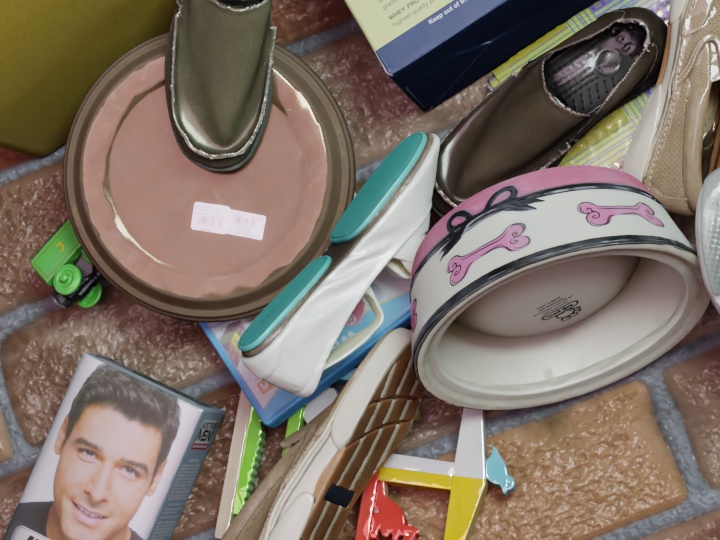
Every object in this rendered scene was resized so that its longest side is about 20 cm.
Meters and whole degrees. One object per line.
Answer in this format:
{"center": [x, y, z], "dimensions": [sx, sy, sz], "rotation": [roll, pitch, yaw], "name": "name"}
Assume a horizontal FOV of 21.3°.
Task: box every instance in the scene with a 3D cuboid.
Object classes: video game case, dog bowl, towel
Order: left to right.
{"center": [-0.060, -0.012, 1.341], "dimensions": [0.143, 0.018, 0.200], "rotation": [-37, 70, 6], "name": "video game case"}
{"center": [0.121, 0.009, 1.232], "dimensions": [0.199, 0.200, 0.074], "rotation": [-22, 59, 9], "name": "dog bowl"}
{"center": [0.199, -0.124, 1.310], "dimensions": [0.199, 0.023, 0.144], "rotation": [-33, 78, 6], "name": "towel"}

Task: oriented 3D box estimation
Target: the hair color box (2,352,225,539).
{"center": [-0.183, 0.169, 1.342], "dimensions": [0.099, 0.061, 0.201], "rotation": [23, 89, 13], "name": "hair color box"}

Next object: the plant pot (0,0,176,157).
{"center": [-0.252, -0.211, 1.305], "dimensions": [0.194, 0.200, 0.196], "rotation": [-37, 78, 18], "name": "plant pot"}

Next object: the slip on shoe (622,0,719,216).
{"center": [0.231, -0.133, 1.247], "dimensions": [0.060, 0.076, 0.201], "rotation": [21, 92, 42], "name": "slip on shoe"}

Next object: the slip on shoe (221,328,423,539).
{"center": [-0.025, 0.123, 1.272], "dimensions": [0.060, 0.076, 0.201], "rotation": [25, 85, 31], "name": "slip on shoe"}

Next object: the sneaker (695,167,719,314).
{"center": [0.254, 0.021, 1.202], "dimensions": [0.070, 0.080, 0.201], "rotation": [-27, 110, 0], "name": "sneaker"}

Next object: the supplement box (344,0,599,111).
{"center": [0.064, -0.252, 1.293], "dimensions": [0.199, 0.134, 0.200], "rotation": [-32, 79, 7], "name": "supplement box"}

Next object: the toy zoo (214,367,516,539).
{"center": [0.008, 0.134, 1.314], "dimensions": [0.199, 0.020, 0.132], "rotation": [7, 76, 13], "name": "toy zoo"}

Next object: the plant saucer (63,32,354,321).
{"center": [-0.103, -0.065, 1.300], "dimensions": [0.199, 0.029, 0.202], "rotation": [0, 91, -1], "name": "plant saucer"}

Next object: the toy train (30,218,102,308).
{"center": [-0.154, -0.057, 1.352], "dimensions": [0.200, 0.042, 0.056], "rotation": [-48, 58, 2], "name": "toy train"}

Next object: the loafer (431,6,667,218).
{"center": [0.119, -0.110, 1.276], "dimensions": [0.200, 0.071, 0.073], "rotation": [-42, 78, 5], "name": "loafer"}

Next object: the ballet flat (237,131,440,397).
{"center": [0.000, 0.000, 1.261], "dimensions": [0.069, 0.069, 0.200], "rotation": [35, 75, 13], "name": "ballet flat"}

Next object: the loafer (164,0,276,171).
{"center": [-0.091, -0.163, 1.235], "dimensions": [0.075, 0.070, 0.201], "rotation": [3, 100, 0], "name": "loafer"}
